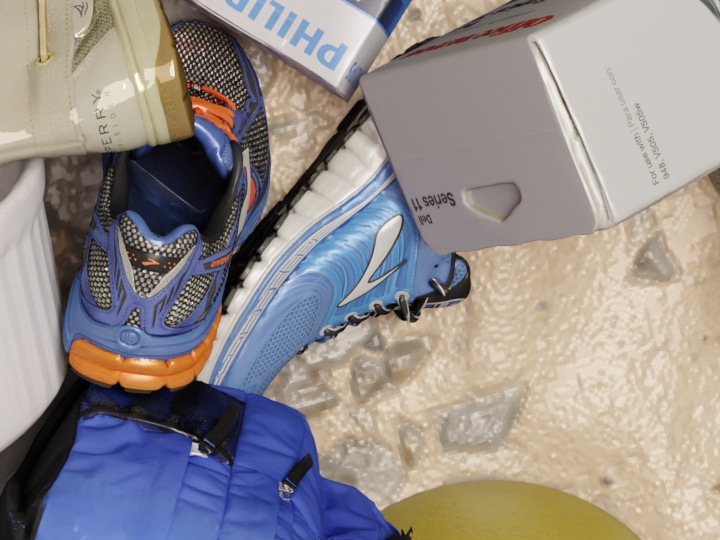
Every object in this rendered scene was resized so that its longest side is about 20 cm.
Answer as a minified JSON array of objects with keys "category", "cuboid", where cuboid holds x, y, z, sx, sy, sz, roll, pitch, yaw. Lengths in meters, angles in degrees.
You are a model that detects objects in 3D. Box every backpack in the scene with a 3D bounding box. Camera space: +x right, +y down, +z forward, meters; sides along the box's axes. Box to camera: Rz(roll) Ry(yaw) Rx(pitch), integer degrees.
[{"category":"backpack","cuboid":[-0.071,0.134,1.097,0.167,0.200,0.163,13,103,2]}]

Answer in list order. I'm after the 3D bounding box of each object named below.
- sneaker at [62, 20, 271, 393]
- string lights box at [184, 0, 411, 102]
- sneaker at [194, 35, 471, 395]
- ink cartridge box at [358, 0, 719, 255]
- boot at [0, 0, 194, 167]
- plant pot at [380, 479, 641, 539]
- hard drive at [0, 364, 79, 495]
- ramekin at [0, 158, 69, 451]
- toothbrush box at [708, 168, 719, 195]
[{"category":"sneaker","cuboid":[-0.070,-0.040,1.147,0.075,0.200,0.079,12,131,-7]},{"category":"string lights box","cuboid":[0.003,-0.183,1.188,0.103,0.059,0.200,32,91,6]},{"category":"sneaker","cuboid":[0.000,0.000,1.210,0.089,0.079,0.200,40,89,-8]},{"category":"ink cartridge box","cuboid":[0.120,-0.088,1.152,0.200,0.147,0.083,-29,100,-27]},{"category":"boot","cuboid":[-0.161,-0.098,1.120,0.154,0.200,0.072,-18,131,-7]},{"category":"plant pot","cuboid":[0.066,0.200,1.208,0.200,0.142,0.201,-1,96,-7]},{"category":"hard drive","cuboid":[-0.155,0.138,1.225,0.200,0.033,0.140,-39,100,-3]},{"category":"ramekin","cuboid":[-0.211,0.018,1.123,0.200,0.201,0.098,-16,115,-6]},{"category":"toothbrush box","cuboid":[0.263,-0.062,1.206,0.200,0.146,0.086,-31,99,-3]}]
